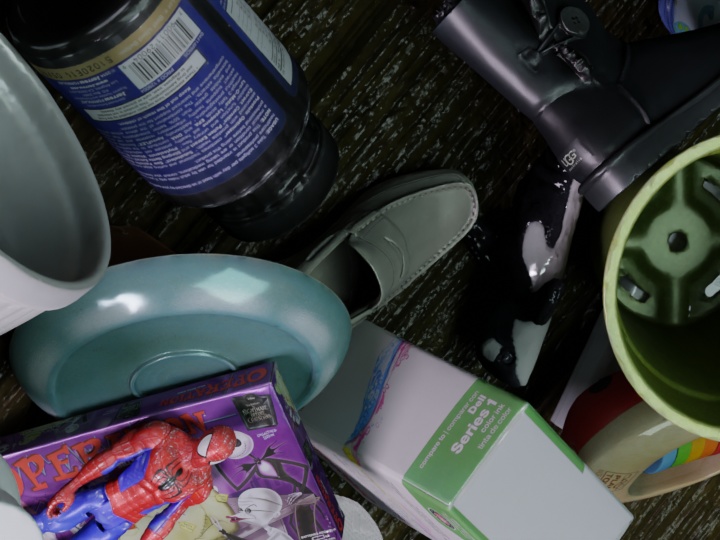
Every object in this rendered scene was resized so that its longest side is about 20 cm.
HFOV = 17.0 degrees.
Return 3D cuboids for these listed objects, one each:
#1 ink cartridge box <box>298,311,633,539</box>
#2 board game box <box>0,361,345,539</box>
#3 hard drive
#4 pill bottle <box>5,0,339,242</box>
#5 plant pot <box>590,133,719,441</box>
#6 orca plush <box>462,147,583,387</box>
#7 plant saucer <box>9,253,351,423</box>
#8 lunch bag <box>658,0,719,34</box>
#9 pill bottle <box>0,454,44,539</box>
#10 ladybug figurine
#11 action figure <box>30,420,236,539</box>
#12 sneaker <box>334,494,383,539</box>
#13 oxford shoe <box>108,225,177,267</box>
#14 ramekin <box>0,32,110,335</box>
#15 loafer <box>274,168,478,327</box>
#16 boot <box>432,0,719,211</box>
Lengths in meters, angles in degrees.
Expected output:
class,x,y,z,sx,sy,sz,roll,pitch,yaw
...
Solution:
class,x,y,z,sx,sy,sz,roll,pitch,yaw
ink cartridge box,0.051,0.116,1.512,0.084,0.200,0.145,-53,132,-10
board game box,-0.122,0.131,1.414,0.200,0.032,0.120,-16,115,13
hard drive,0.227,0.036,1.726,0.132,0.027,0.200,20,97,-41
pill bottle,-0.098,-0.106,1.353,0.112,0.112,0.200,-49,131,-9
plant pot,0.232,-0.007,1.580,0.200,0.190,0.200,-2,101,-9
orca plush,0.102,-0.022,1.573,0.071,0.105,0.200,14,125,-4
plant saucer,-0.103,0.054,1.394,0.200,0.027,0.200,-6,149,-4
lunch bag,0.304,-0.208,1.636,0.161,0.082,0.200,36,87,-42
pill bottle,-0.250,0.121,1.280,0.113,0.200,0.113,-16,120,-31
ladybug figurine,0.213,0.103,1.663,0.200,0.072,0.136,-10,151,-35
action figure,-0.150,0.142,1.382,0.200,0.052,0.065,-34,107,19
sneaker,-0.086,0.167,1.513,0.200,0.082,0.077,24,52,-21
oxford shoe,-0.159,0.002,1.400,0.200,0.071,0.071,21,70,-42
ramekin,-0.229,-0.047,1.226,0.105,0.200,0.200,-33,134,18
loafer,0.000,0.000,1.502,0.200,0.070,0.070,-34,119,-22
boot,0.155,-0.151,1.508,0.200,0.076,0.168,-38,87,-34
